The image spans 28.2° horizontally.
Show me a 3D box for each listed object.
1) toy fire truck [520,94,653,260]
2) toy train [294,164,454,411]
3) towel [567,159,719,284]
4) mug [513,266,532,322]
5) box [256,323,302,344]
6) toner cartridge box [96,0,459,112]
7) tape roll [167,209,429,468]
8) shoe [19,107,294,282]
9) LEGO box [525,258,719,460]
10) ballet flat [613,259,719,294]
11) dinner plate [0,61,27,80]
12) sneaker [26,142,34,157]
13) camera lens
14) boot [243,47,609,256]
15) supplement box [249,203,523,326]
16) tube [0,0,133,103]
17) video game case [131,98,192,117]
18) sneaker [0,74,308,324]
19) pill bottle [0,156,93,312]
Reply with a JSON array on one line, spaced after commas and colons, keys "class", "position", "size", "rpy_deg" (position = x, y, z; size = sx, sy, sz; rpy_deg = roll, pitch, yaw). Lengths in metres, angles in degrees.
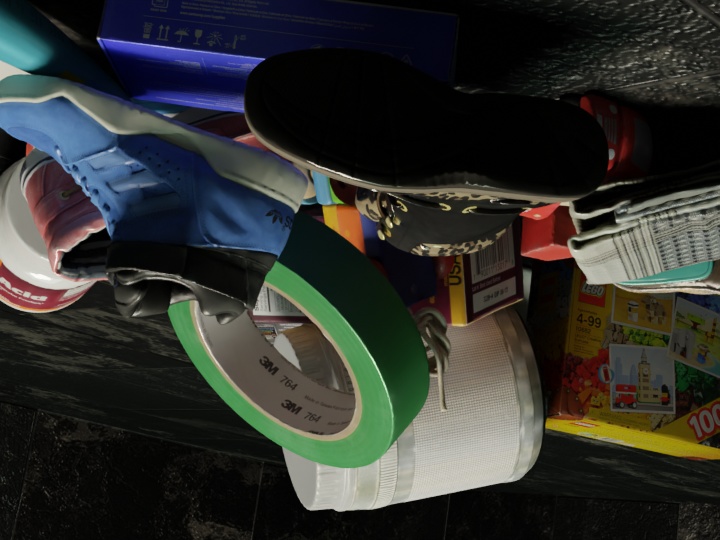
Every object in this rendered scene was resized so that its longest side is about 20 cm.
[{"class": "toy fire truck", "position": [0.143, -0.058, 0.975], "size": [0.140, 0.049, 0.200], "rpy_deg": [14, 164, -30]}, {"class": "toy train", "position": [0.000, 0.000, 1.010], "size": [0.115, 0.202, 0.084], "rpy_deg": [4, -162, 45]}, {"class": "towel", "position": [0.234, -0.032, 0.942], "size": [0.191, 0.035, 0.200], "rpy_deg": [-12, 165, 10]}, {"class": "mug", "position": [0.111, 0.075, 1.389], "size": [0.177, 0.134, 0.200], "rpy_deg": [18, 167, -29]}, {"class": "box", "position": [-0.039, 0.044, 1.311], "size": [0.199, 0.048, 0.159], "rpy_deg": [0, 120, 32]}, {"class": "toner cartridge box", "position": [-0.044, -0.123, 0.832], "size": [0.198, 0.044, 0.095], "rpy_deg": [8, 168, 4]}, {"class": "tape roll", "position": [-0.046, 0.046, 0.986], "size": [0.200, 0.048, 0.201], "rpy_deg": [27, 142, 23]}, {"class": "shoe", "position": [-0.114, -0.051, 0.926], "size": [0.199, 0.091, 0.072], "rpy_deg": [-14, 141, -16]}, {"class": "LEGO box", "position": [0.243, 0.074, 1.248], "size": [0.199, 0.150, 0.077], "rpy_deg": [13, 165, -23]}, {"class": "ballet flat", "position": [0.284, -0.011, 1.087], "size": [0.199, 0.069, 0.067], "rpy_deg": [7, -173, 30]}, {"class": "dinner plate", "position": [-0.320, -0.143, 0.968], "size": [0.199, 0.024, 0.200], "rpy_deg": [9, 167, 2]}, {"class": "sneaker", "position": [-0.168, -0.058, 1.050], "size": [0.084, 0.075, 0.200], "rpy_deg": [0, 153, 26]}, {"class": "camera lens", "position": [0.041, 0.105, 1.165], "size": [0.198, 0.161, 0.160], "rpy_deg": [-8, 171, -15]}, {"class": "boot", "position": [0.023, -0.060, 0.813], "size": [0.198, 0.074, 0.151], "rpy_deg": [6, 166, -12]}, {"class": "supplement box", "position": [0.012, -0.009, 1.103], "size": [0.199, 0.086, 0.110], "rpy_deg": [0, -171, 30]}, {"class": "tube", "position": [-0.207, -0.143, 0.814], "size": [0.200, 0.050, 0.077], "rpy_deg": [30, -166, -50]}, {"class": "video game case", "position": [-0.119, -0.088, 1.083], "size": [0.142, 0.018, 0.200], "rpy_deg": [-1, 164, 33]}, {"class": "sneaker", "position": [-0.139, -0.035, 0.824], "size": [0.199, 0.112, 0.077], "rpy_deg": [20, 172, 9]}, {"class": "pill bottle", "position": [-0.255, -0.034, 1.182], "size": [0.113, 0.115, 0.200], "rpy_deg": [12, 166, -17]}]
